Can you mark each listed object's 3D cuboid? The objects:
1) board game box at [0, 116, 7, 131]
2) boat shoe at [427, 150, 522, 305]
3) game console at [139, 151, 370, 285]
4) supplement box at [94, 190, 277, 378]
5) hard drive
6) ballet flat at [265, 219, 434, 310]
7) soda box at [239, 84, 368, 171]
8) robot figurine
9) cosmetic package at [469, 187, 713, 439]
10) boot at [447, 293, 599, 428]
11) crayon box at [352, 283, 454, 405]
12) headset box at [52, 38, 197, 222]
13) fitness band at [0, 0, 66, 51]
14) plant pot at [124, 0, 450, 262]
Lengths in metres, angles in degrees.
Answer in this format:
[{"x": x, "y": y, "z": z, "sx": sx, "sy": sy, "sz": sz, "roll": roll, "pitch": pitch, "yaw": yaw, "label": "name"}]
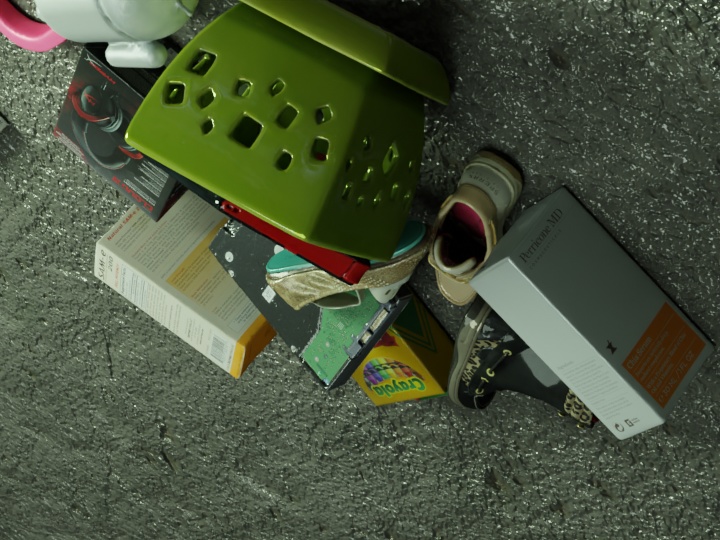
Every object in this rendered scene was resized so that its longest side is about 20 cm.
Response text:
[{"x": -0.504, "y": -0.179, "z": 2.123, "sx": 0.126, "sy": 0.035, "sz": 0.200, "roll": 47, "pitch": 148, "yaw": -9, "label": "board game box"}, {"x": 0.093, "y": -0.026, "z": 1.627, "sx": 0.073, "sy": 0.069, "sz": 0.201, "roll": 31, "pitch": 147, "yaw": 16, "label": "boat shoe"}, {"x": -0.094, "y": -0.055, "z": 1.600, "sx": 0.176, "sy": 0.031, "sz": 0.200, "roll": 31, "pitch": -179, "yaw": -34, "label": "game console"}, {"x": -0.168, "y": 0.003, "z": 1.894, "sx": 0.199, "sy": 0.126, "sz": 0.074, "roll": 35, "pitch": 150, "yaw": 11, "label": "supplement box"}, {"x": -0.051, "y": 0.000, "z": 1.754, "sx": 0.200, "sy": 0.038, "sz": 0.140, "roll": 49, "pitch": 126, "yaw": 19, "label": "hard drive"}, {"x": 0.000, "y": 0.000, "z": 1.662, "sx": 0.199, "sy": 0.071, "sz": 0.066, "roll": -9, "pitch": 123, "yaw": 41, "label": "ballet flat"}, {"x": -0.075, "y": -0.124, "z": 1.693, "sx": 0.199, "sy": 0.068, "sz": 0.064, "roll": 38, "pitch": 149, "yaw": 4, "label": "soda box"}, {"x": -0.224, "y": -0.268, "z": 1.635, "sx": 0.199, "sy": 0.113, "sz": 0.171, "roll": 7, "pitch": 120, "yaw": 44, "label": "robot figurine"}, {"x": 0.203, "y": 0.039, "z": 1.557, "sx": 0.200, "sy": 0.102, "sz": 0.071, "roll": 45, "pitch": 148, "yaw": -7, "label": "cosmetic package"}, {"x": 0.165, "y": 0.103, "z": 1.704, "sx": 0.150, "sy": 0.073, "sz": 0.201, "roll": 26, "pitch": 151, "yaw": 14, "label": "boot"}, {"x": 0.024, "y": 0.069, "z": 1.836, "sx": 0.200, "sy": 0.051, "sz": 0.127, "roll": 51, "pitch": 147, "yaw": -15, "label": "crayon box"}, {"x": -0.225, "y": -0.151, "z": 1.815, "sx": 0.148, "sy": 0.075, "sz": 0.200, "roll": 40, "pitch": 148, "yaw": 1, "label": "headset box"}, {"x": -0.338, "y": -0.294, "z": 1.802, "sx": 0.144, "sy": 0.037, "sz": 0.199, "roll": 50, "pitch": 149, "yaw": -14, "label": "fitness band"}, {"x": -0.047, "y": -0.135, "z": 1.501, "sx": 0.198, "sy": 0.183, "sz": 0.200, "roll": 29, "pitch": -173, "yaw": 20, "label": "plant pot"}]
